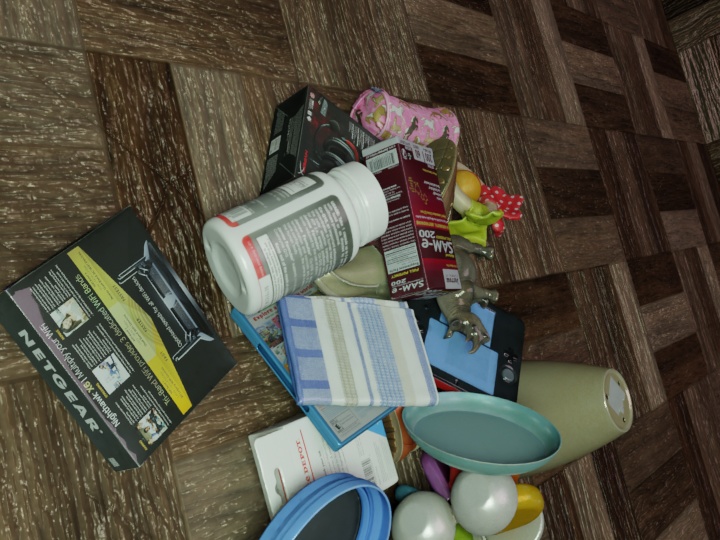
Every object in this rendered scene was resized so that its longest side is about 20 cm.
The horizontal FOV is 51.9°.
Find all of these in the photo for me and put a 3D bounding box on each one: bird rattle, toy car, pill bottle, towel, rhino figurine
[{"bbox_3d":[0.196,-0.125,1.247,0.164,0.113,0.200,49,39,1],"label":"bird rattle"},{"bbox_3d":[0.126,0.290,0.938,0.175,0.197,0.152,47,19,-48],"label":"toy car"},{"bbox_3d":[-0.071,-0.043,0.852,0.198,0.113,0.116,-28,96,-27],"label":"pill bottle"},{"bbox_3d":[-0.002,0.096,0.879,0.196,0.024,0.149,6,52,-32],"label":"towel"},{"bbox_3d":[0.149,0.032,1.065,0.085,0.060,0.203,10,54,-14],"label":"rhino figurine"}]

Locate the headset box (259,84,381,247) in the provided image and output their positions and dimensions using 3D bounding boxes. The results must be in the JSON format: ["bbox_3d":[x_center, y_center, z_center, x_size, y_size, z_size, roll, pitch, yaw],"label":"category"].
[{"bbox_3d":[-0.031,-0.128,1.007,0.198,0.074,0.152,31,53,-37],"label":"headset box"}]

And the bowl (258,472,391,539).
[{"bbox_3d":[-0.046,0.305,0.770,0.199,0.039,0.205,-28,129,-39],"label":"bowl"}]

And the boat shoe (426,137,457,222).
[{"bbox_3d":[0.109,-0.102,1.142,0.067,0.071,0.204,30,72,-59],"label":"boat shoe"}]

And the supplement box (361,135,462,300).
[{"bbox_3d":[0.070,-0.066,0.988,0.108,0.060,0.205,2,75,-58],"label":"supplement box"}]

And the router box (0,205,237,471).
[{"bbox_3d":[-0.232,0.064,0.723,0.202,0.052,0.157,58,42,-14],"label":"router box"}]

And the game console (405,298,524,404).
[{"bbox_3d":[0.147,0.099,1.068,0.197,0.031,0.179,28,52,-10],"label":"game console"}]

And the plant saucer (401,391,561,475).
[{"bbox_3d":[0.147,0.201,0.913,0.198,0.197,0.028,-11,112,-49],"label":"plant saucer"}]

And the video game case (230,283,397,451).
[{"bbox_3d":[-0.046,0.102,0.877,0.201,0.018,0.142,50,38,15],"label":"video game case"}]

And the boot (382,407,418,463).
[{"bbox_3d":[0.035,0.150,0.982,0.106,0.074,0.205,5,75,-55],"label":"boot"}]

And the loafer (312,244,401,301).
[{"bbox_3d":[0.000,0.000,0.980,0.198,0.069,0.076,12,29,-53],"label":"loafer"}]

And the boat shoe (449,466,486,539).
[{"bbox_3d":[0.139,0.312,1.048,0.060,0.073,0.205,-5,83,-4],"label":"boat shoe"}]

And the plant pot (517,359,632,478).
[{"bbox_3d":[0.312,0.218,1.157,0.185,0.198,0.191,21,59,-40],"label":"plant pot"}]

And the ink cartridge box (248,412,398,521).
[{"bbox_3d":[-0.053,0.222,0.847,0.198,0.067,0.119,-11,83,-50],"label":"ink cartridge box"}]

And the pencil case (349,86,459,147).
[{"bbox_3d":[0.074,-0.229,1.162,0.198,0.082,0.089,3,88,-47],"label":"pencil case"}]
